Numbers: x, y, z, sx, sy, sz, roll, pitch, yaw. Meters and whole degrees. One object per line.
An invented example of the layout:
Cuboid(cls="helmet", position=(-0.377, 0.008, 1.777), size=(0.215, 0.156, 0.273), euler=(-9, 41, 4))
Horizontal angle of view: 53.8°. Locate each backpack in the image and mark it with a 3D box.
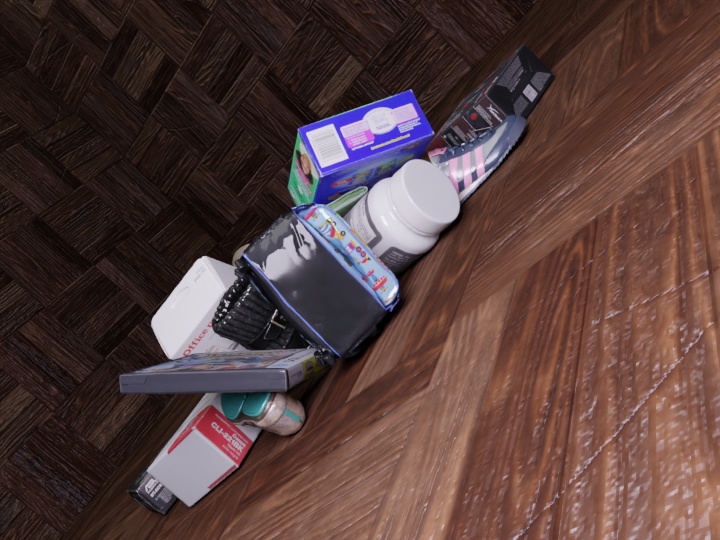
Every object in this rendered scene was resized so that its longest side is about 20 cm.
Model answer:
Cuboid(cls="backpack", position=(-0.048, 0.014, 0.880), size=(0.134, 0.183, 0.200), euler=(-44, -1, -3))

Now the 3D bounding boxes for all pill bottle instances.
Cuboid(cls="pill bottle", position=(0.036, -0.053, 0.959), size=(0.200, 0.113, 0.113), euler=(-40, 11, 44))

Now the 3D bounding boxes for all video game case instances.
Cuboid(cls="video game case", position=(-0.152, 0.118, 0.850), size=(0.197, 0.026, 0.181), euler=(-3, 1, 13))

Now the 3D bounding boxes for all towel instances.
Cuboid(cls="towel", position=(-0.066, -0.051, 1.049), size=(0.152, 0.024, 0.200), euler=(-32, -10, -14))

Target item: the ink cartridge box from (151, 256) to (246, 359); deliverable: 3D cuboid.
Cuboid(cls="ink cartridge box", position=(-0.203, 0.080, 1.116), size=(0.147, 0.083, 0.199), euler=(-50, -37, 12))

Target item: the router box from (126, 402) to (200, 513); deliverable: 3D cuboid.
Cuboid(cls="router box", position=(-0.302, 0.313, 1.211), size=(0.200, 0.062, 0.150), euler=(-52, 8, -27))

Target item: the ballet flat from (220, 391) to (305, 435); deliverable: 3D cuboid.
Cuboid(cls="ballet flat", position=(-0.120, 0.170, 0.873), size=(0.069, 0.067, 0.200), euler=(-64, 21, -11))

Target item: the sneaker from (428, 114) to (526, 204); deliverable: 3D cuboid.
Cuboid(cls="sneaker", position=(0.141, -0.154, 0.990), size=(0.200, 0.082, 0.070), euler=(-46, 6, 12))

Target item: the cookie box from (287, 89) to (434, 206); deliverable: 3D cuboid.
Cuboid(cls="cookie box", position=(-0.007, -0.151, 0.997), size=(0.170, 0.076, 0.200), euler=(-22, -11, -15))

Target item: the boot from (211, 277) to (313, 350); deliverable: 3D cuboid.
Cuboid(cls="boot", position=(-0.099, 0.036, 1.020), size=(0.212, 0.157, 0.079), euler=(-58, 23, -16))

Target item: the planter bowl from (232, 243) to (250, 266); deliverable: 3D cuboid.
Cuboid(cls="planter bowl", position=(-0.201, 0.046, 1.607), size=(0.200, 0.199, 0.136), euler=(-39, 38, 48))

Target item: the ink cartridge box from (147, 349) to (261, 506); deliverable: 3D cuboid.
Cuboid(cls="ink cartridge box", position=(-0.194, 0.215, 1.021), size=(0.144, 0.084, 0.200), euler=(-43, 9, 35))

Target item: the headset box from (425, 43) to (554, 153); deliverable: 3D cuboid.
Cuboid(cls="headset box", position=(0.202, -0.251, 1.161), size=(0.149, 0.075, 0.200), euler=(-53, 9, -31))
